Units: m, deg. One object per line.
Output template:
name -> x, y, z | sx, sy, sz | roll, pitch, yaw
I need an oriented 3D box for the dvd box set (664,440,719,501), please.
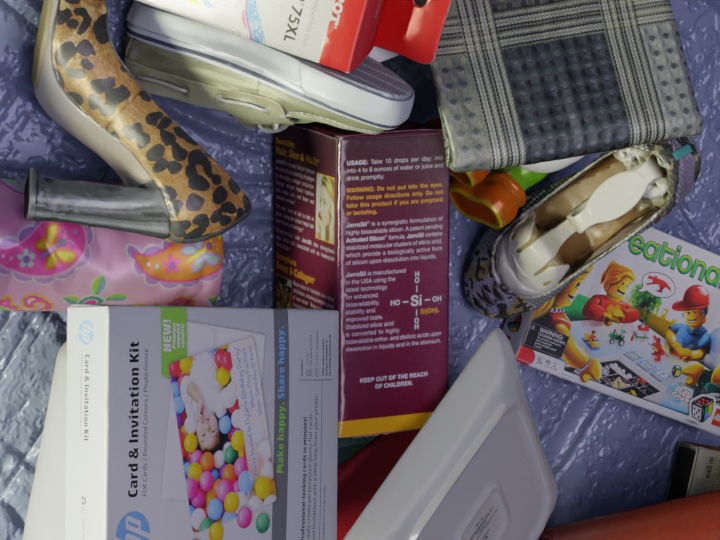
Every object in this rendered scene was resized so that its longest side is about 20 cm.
dvd box set -> 0.320, 0.217, 1.718 | 0.199, 0.029, 0.147 | 9, 95, -26

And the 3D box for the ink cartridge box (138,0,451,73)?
ink cartridge box -> -0.040, -0.202, 1.381 | 0.199, 0.067, 0.117 | 19, 114, 7

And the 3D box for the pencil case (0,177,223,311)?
pencil case -> -0.186, -0.014, 1.410 | 0.199, 0.087, 0.088 | 0, 99, -25

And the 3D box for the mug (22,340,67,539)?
mug -> -0.139, 0.107, 1.433 | 0.148, 0.187, 0.154 | 3, 97, 2

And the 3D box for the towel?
towel -> 0.121, -0.172, 1.465 | 0.191, 0.035, 0.202 | -10, 84, -19

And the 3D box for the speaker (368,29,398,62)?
speaker -> -0.023, -0.233, 1.446 | 0.081, 0.081, 0.201 | -22, 107, -20

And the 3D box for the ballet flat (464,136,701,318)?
ballet flat -> 0.144, -0.031, 1.521 | 0.200, 0.072, 0.072 | -37, 117, 21

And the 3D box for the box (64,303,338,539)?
box -> -0.093, 0.099, 1.341 | 0.199, 0.041, 0.157 | 3, 87, -47

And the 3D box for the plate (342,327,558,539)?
plate -> 0.073, 0.172, 1.502 | 0.200, 0.032, 0.201 | -53, 145, -25

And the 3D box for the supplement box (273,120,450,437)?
supplement box -> 0.000, 0.000, 1.483 | 0.085, 0.110, 0.202 | -5, 101, -25

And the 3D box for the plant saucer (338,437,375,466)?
plant saucer -> 0.002, 0.198, 1.561 | 0.199, 0.036, 0.202 | -5, 102, -25

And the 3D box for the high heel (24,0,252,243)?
high heel -> -0.135, -0.115, 1.396 | 0.141, 0.071, 0.202 | 6, 72, -14

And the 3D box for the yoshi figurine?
yoshi figurine -> 0.123, -0.134, 1.531 | 0.112, 0.112, 0.200 | 45, 78, -4

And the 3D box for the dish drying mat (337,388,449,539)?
dish drying mat -> 0.001, 0.167, 1.526 | 0.200, 0.018, 0.077 | -37, 112, -14

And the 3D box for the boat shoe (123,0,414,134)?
boat shoe -> -0.061, -0.122, 1.420 | 0.199, 0.072, 0.062 | 21, 112, 15

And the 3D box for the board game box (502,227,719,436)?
board game box -> 0.206, 0.034, 1.629 | 0.199, 0.035, 0.127 | 20, 90, -27

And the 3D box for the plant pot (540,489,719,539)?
plant pot -> 0.233, 0.248, 1.579 | 0.194, 0.201, 0.202 | -8, 104, 4
